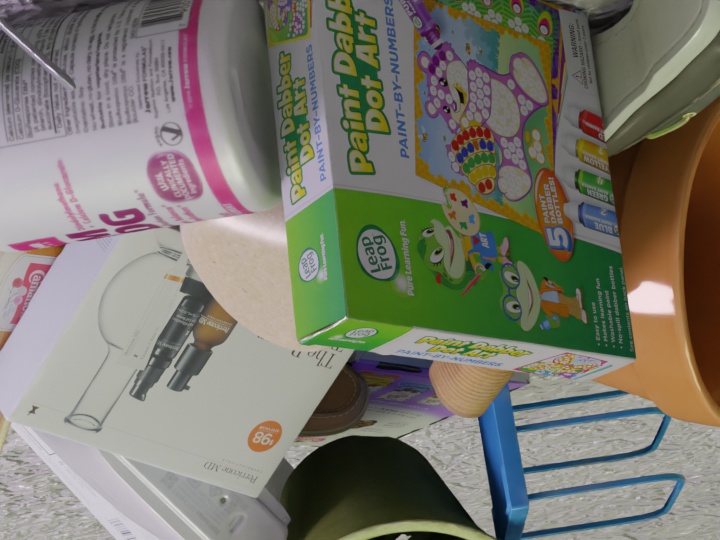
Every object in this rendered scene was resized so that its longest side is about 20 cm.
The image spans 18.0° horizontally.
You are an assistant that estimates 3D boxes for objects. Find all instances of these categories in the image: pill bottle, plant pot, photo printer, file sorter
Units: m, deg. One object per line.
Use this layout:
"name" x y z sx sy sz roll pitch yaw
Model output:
"pill bottle" -0.142 -0.071 1.135 0.200 0.114 0.113 -9 162 16
"plant pot" 0.173 -0.010 1.359 0.140 0.200 0.200 3 169 34
"plant pot" 0.016 0.211 1.583 0.200 0.200 0.190 -4 -154 -7
"photo printer" -0.152 0.126 1.563 0.166 0.069 0.200 47 166 -27
"file sorter" 0.140 0.074 1.555 0.122 0.200 0.139 -8 162 -2

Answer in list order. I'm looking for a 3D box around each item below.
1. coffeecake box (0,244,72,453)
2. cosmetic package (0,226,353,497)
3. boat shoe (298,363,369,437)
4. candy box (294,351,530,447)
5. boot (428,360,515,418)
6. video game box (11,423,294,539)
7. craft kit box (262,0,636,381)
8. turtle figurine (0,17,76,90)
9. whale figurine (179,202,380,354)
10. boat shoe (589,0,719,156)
"coffeecake box" -0.292 0.024 1.345 0.200 0.073 0.154 7 116 -33
"cosmetic package" -0.107 0.045 1.389 0.200 0.052 0.151 22 110 -39
"boat shoe" -0.088 0.056 1.551 0.200 0.071 0.065 19 152 1
"candy box" -0.003 0.073 1.706 0.168 0.072 0.200 10 156 -39
"boot" 0.059 -0.030 1.314 0.071 0.201 0.144 -3 138 -27
"video game box" -0.154 0.137 1.712 0.182 0.047 0.200 -17 120 44
"craft kit box" 0.045 -0.053 1.145 0.197 0.200 0.048 7 158 -37
"turtle figurine" -0.237 -0.095 0.995 0.194 0.200 0.144 16 138 -29
"whale figurine" -0.004 -0.026 1.270 0.200 0.104 0.159 -4 129 42
"boat shoe" 0.154 -0.103 1.228 0.060 0.072 0.202 8 154 -26
